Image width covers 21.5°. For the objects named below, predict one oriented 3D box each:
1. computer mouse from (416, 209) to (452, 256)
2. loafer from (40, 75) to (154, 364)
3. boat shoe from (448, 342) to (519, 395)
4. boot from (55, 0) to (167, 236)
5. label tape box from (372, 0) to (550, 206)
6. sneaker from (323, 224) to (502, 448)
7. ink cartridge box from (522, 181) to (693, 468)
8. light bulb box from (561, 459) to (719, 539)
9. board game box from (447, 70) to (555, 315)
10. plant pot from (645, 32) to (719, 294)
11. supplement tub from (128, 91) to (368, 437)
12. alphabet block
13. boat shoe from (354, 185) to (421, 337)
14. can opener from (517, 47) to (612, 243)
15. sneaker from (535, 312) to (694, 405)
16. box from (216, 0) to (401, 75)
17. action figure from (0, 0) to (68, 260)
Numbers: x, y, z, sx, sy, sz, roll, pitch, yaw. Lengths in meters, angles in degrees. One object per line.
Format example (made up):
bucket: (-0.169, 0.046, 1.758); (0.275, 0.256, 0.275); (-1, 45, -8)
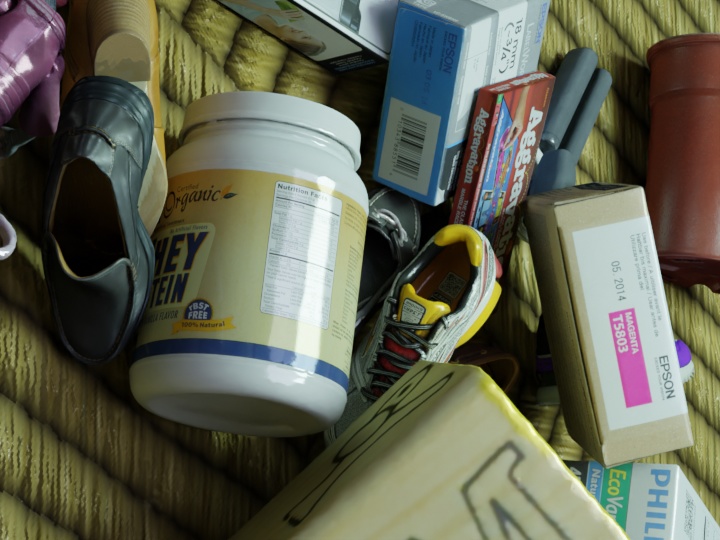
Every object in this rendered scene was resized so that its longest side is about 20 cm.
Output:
computer mouse: (0.076, -0.037, 1.501); (0.059, 0.034, 0.201); (56, 47, -25)
loafer: (-0.165, -0.017, 1.142); (0.073, 0.072, 0.201); (-74, 170, -52)
boat shoe: (0.050, 0.110, 1.421); (0.200, 0.067, 0.073); (-39, 112, -45)
boot: (-0.160, -0.113, 1.213); (0.070, 0.202, 0.145); (2, 38, -13)
label tape box: (0.095, -0.152, 1.464); (0.200, 0.063, 0.145); (-30, 136, -51)
sneaker: (0.031, 0.050, 1.358); (0.201, 0.077, 0.082); (-61, 161, -16)
ink cartridge box: (0.186, 0.036, 1.455); (0.165, 0.074, 0.202); (-136, -145, -84)
light bulb box: (0.200, 0.268, 1.478); (0.200, 0.124, 0.200); (48, 47, -59)
board game box: (0.099, -0.050, 1.459); (0.103, 0.019, 0.202); (-25, 132, -58)
plant pot: (0.338, -0.086, 1.703); (0.200, 0.200, 0.197); (22, 76, -44)
supplement tub: (-0.070, -0.002, 1.247); (0.144, 0.144, 0.202); (24, 66, -44)
alphabet block: (0.048, 0.195, 1.226); (0.200, 0.195, 0.197); (-42, 97, -7)
boat shoe: (0.000, 0.000, 1.379); (0.067, 0.057, 0.200); (41, 51, -6)
can opener: (0.177, -0.107, 1.602); (0.053, 0.066, 0.201); (49, 53, -32)
sneaker: (0.218, 0.056, 1.620); (0.199, 0.069, 0.101); (-6, 86, -49)
box: (-0.052, -0.237, 1.370); (0.199, 0.060, 0.118); (29, 63, -43)
action figure: (-0.227, -0.112, 1.097); (0.134, 0.148, 0.201); (44, 67, -27)
